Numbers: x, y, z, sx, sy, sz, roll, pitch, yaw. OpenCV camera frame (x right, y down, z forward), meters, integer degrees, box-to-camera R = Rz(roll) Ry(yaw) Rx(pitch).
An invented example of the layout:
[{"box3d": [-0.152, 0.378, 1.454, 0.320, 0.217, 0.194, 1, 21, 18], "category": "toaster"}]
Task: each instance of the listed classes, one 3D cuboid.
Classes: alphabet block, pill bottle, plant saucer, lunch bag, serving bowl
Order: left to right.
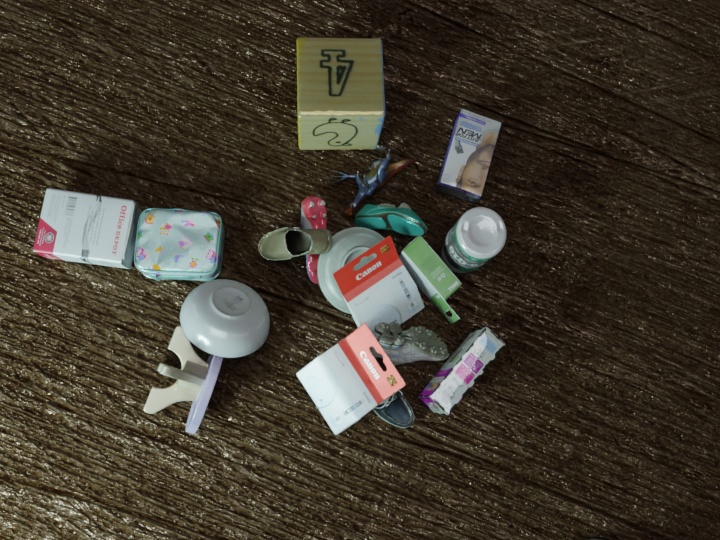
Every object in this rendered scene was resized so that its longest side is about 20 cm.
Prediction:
[{"box3d": [-0.412, -0.055, 1.433, 0.196, 0.077, 0.164, 3, 79, -4], "category": "lunch bag"}, {"box3d": [-0.286, 0.088, 1.366, 0.197, 0.066, 0.202, 16, 40, -14], "category": "serving bowl"}, {"box3d": [-0.051, -0.410, 1.480, 0.196, 0.196, 0.201, -1, 77, -5], "category": "alphabet block"}, {"box3d": [0.000, 0.000, 1.448, 0.196, 0.050, 0.205, 1, 88, -17], "category": "plant saucer"}, {"box3d": [0.250, -0.061, 1.431, 0.111, 0.200, 0.116, 1, 78, -4], "category": "pill bottle"}]

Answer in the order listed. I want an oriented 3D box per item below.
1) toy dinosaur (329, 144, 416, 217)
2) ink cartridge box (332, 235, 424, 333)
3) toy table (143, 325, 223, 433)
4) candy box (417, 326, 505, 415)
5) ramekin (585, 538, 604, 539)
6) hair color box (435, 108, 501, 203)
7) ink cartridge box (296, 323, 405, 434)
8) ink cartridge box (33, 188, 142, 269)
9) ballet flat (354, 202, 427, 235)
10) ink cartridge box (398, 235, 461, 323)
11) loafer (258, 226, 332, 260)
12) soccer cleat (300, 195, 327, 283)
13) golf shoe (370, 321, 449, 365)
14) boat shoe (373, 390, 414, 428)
[{"box3d": [0.031, -0.204, 1.502, 0.197, 0.105, 0.185, 16, 100, -18], "category": "toy dinosaur"}, {"box3d": [0.044, 0.047, 1.409, 0.159, 0.047, 0.202, -33, 127, -11], "category": "ink cartridge box"}, {"box3d": [-0.371, 0.228, 1.338, 0.115, 0.184, 0.203, 22, 65, -16], "category": "toy table"}, {"box3d": [0.222, 0.225, 1.403, 0.061, 0.136, 0.200, 41, 79, 3], "category": "candy box"}, {"box3d": [0.525, 0.682, 1.357, 0.196, 0.098, 0.205, 1, 79, -4], "category": "ramekin"}, {"box3d": [0.265, -0.280, 1.548, 0.107, 0.065, 0.204, 18, 79, -2], "category": "hair color box"}, {"box3d": [-0.023, 0.236, 1.364, 0.199, 0.047, 0.161, -39, 81, 27], "category": "ink cartridge box"}, {"box3d": [-0.607, -0.091, 1.419, 0.196, 0.083, 0.148, 8, 78, -4], "category": "ink cartridge box"}, {"box3d": [0.075, -0.128, 1.458, 0.197, 0.068, 0.071, 8, 55, 36], "category": "ballet flat"}, {"box3d": [0.173, 0.023, 1.456, 0.059, 0.104, 0.201, -39, 84, -11], "category": "ink cartridge box"}, {"box3d": [-0.158, -0.064, 1.421, 0.197, 0.068, 0.077, -7, 86, 30], "category": "loafer"}, {"box3d": [-0.108, -0.072, 1.478, 0.066, 0.076, 0.204, -7, 96, -27], "category": "soccer cleat"}, {"box3d": [0.106, 0.178, 1.443, 0.197, 0.098, 0.079, 17, 39, -21], "category": "golf shoe"}, {"box3d": [0.047, 0.273, 1.415, 0.075, 0.062, 0.201, -39, 85, -13], "category": "boat shoe"}]
